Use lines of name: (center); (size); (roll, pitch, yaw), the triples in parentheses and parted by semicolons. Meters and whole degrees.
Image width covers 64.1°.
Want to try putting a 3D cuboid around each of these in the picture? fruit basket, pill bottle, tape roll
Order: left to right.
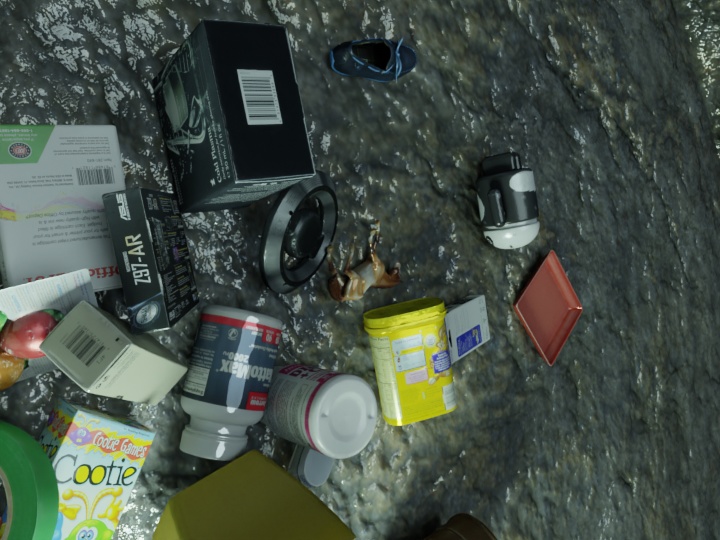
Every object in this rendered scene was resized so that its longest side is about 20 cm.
tape roll: (-0.424, 0.258, 0.599); (0.198, 0.048, 0.202); (0, 74, -2)
fruit basket: (-0.391, 0.072, 0.629); (0.199, 0.186, 0.094); (-23, 63, -28)
pill bottle: (-0.188, 0.158, 0.819); (0.119, 0.119, 0.202); (18, 77, -36)
pill bottle: (-0.077, 0.200, 0.852); (0.113, 0.199, 0.114); (2, 88, -38)

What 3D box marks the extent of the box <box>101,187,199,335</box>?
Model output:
box: (-0.255, -0.018, 0.725); (0.043, 0.200, 0.162); (-11, 97, -5)

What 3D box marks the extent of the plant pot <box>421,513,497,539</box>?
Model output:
plant pot: (0.139, 0.568, 1.028); (0.197, 0.200, 0.202); (-6, 92, -31)

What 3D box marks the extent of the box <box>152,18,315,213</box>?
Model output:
box: (-0.177, -0.198, 0.782); (0.123, 0.196, 0.202); (-12, 91, -36)

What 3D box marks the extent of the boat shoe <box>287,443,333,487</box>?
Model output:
boat shoe: (-0.067, 0.264, 0.945); (0.074, 0.065, 0.200); (53, 38, -16)

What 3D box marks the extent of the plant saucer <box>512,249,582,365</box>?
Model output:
plant saucer: (0.444, 0.088, 1.377); (0.200, 0.037, 0.201); (-49, 117, -29)

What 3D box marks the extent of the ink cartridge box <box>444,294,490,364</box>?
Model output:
ink cartridge box: (0.200, 0.115, 1.148); (0.199, 0.039, 0.100); (-14, 98, -55)

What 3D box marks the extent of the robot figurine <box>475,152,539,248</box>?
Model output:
robot figurine: (0.311, -0.147, 1.227); (0.149, 0.125, 0.202); (-13, 97, -20)

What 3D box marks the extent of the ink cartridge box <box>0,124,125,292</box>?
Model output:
ink cartridge box: (-0.368, -0.070, 0.705); (0.144, 0.084, 0.202); (-11, 95, -38)

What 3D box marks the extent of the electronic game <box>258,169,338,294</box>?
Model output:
electronic game: (-0.093, -0.058, 0.897); (0.200, 0.041, 0.201); (-50, 153, -38)

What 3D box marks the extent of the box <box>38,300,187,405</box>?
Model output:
box: (-0.284, 0.106, 0.687); (0.082, 0.200, 0.068); (37, 76, 12)

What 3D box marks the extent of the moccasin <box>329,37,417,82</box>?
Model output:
moccasin: (0.038, -0.383, 1.049); (0.199, 0.068, 0.081); (-21, 102, -37)

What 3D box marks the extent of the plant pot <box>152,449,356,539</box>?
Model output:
plant pot: (-0.160, 0.362, 0.752); (0.199, 0.200, 0.177); (-20, 62, -43)

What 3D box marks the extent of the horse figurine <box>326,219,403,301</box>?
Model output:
horse figurine: (0.000, 0.000, 1.009); (0.200, 0.050, 0.134); (-34, 129, -43)

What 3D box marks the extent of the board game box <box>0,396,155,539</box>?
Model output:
board game box: (-0.350, 0.272, 0.694); (0.105, 0.103, 0.201); (30, 70, -34)

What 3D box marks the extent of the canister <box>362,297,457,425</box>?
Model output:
canister: (0.093, 0.164, 1.042); (0.147, 0.087, 0.202); (-12, 99, -12)
